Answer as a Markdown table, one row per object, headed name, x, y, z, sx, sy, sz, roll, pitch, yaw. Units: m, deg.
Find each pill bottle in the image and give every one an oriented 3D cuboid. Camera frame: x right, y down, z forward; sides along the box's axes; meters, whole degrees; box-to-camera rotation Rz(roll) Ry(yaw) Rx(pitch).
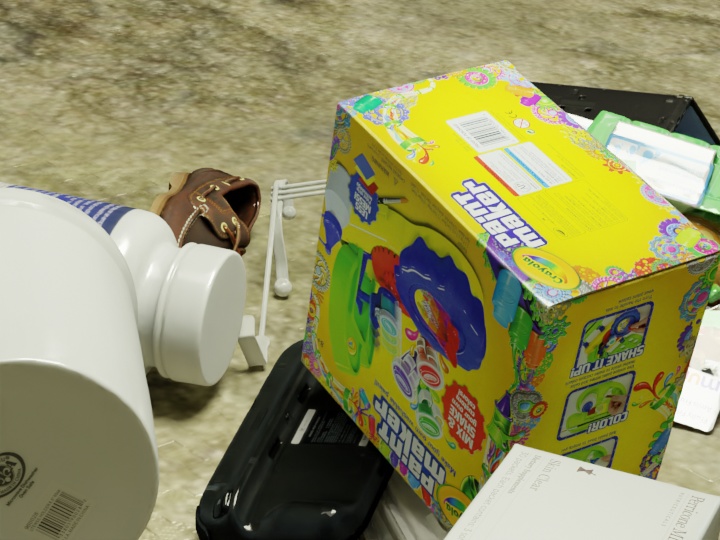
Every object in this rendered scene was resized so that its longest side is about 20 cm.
| name | x | y | z | sx | sy | sz | roll | pitch | yaw |
| --- | --- | --- | --- | --- | --- | --- | --- | --- | --- |
| pill bottle | -0.183 | 0.013 | 1.396 | 0.200 | 0.120 | 0.120 | 10 | 25 | 14 |

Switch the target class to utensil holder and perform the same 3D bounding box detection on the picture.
| name | x | y | z | sx | sy | sz | roll | pitch | yaw |
| --- | --- | --- | --- | --- | --- | --- | --- | --- | --- |
| utensil holder | -0.203 | 0.070 | 1.211 | 0.170 | 0.170 | 0.200 | 0 | 26 | -11 |

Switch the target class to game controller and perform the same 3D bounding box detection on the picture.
| name | x | y | z | sx | sy | sz | roll | pitch | yaw |
| --- | --- | --- | --- | --- | --- | --- | --- | --- | --- |
| game controller | -0.024 | 0.102 | 1.278 | 0.104 | 0.042 | 0.200 | 8 | 37 | 16 |

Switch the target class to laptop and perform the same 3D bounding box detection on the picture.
| name | x | y | z | sx | sy | sz | roll | pitch | yaw |
| --- | --- | --- | --- | --- | --- | --- | --- | --- | --- |
| laptop | 0.188 | -0.099 | 1.779 | 0.177 | 0.103 | 0.200 | 7 | 39 | 25 |

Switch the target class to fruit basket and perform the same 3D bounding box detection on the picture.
| name | x | y | z | sx | sy | sz | roll | pitch | yaw |
| --- | --- | --- | --- | --- | --- | --- | --- | --- | --- |
| fruit basket | 0.184 | -0.007 | 1.461 | 0.185 | 0.094 | 0.200 | 19 | 61 | 13 |

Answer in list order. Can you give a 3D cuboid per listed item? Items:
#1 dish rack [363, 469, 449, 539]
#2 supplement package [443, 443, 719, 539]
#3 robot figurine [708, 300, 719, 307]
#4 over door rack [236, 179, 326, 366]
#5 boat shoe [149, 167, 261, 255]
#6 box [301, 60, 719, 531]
| name | x | y | z | sx | sy | sz | roll | pitch | yaw |
| --- | --- | --- | --- | --- | --- | --- | --- | --- | --- |
| dish rack | 0.082 | 0.132 | 1.277 | 0.171 | 0.044 | 0.200 | -2 | 26 | -16 |
| supplement package | 0.084 | 0.200 | 0.988 | 0.111 | 0.156 | 0.200 | 14 | 25 | 18 |
| robot figurine | 0.326 | -0.020 | 1.569 | 0.200 | 0.117 | 0.144 | 4 | -5 | -1 |
| over door rack | 0.000 | 0.000 | 1.499 | 0.148 | 0.067 | 0.200 | -8 | 35 | 12 |
| boat shoe | -0.115 | -0.030 | 1.561 | 0.070 | 0.070 | 0.200 | 3 | 24 | 5 |
| box | 0.077 | 0.022 | 1.199 | 0.122 | 0.193 | 0.200 | -17 | 44 | -29 |
